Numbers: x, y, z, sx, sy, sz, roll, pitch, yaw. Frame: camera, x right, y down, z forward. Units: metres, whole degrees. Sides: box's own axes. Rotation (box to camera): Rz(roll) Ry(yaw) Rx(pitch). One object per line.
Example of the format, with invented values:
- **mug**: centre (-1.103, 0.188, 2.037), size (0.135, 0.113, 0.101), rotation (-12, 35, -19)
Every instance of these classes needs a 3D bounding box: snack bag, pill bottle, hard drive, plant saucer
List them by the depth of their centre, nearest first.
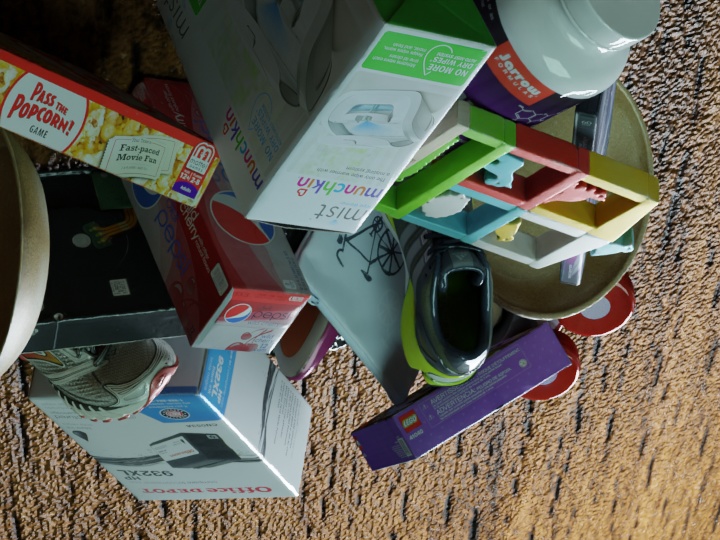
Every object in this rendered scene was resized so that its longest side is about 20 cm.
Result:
- **pill bottle**: centre (0.095, -0.147, 1.543), size (0.112, 0.113, 0.200), rotation (9, 156, -40)
- **plant saucer**: centre (-0.251, -0.010, 1.572), size (0.035, 0.201, 0.200), rotation (4, 137, -32)
- **hard drive**: centre (-0.167, -0.013, 1.666), size (0.199, 0.140, 0.038), rotation (-7, 142, -18)
- **snack bag**: centre (0.025, -0.024, 1.746), size (0.021, 0.201, 0.189), rotation (7, 151, 35)
- **plant saucer**: centre (0.136, -0.065, 1.798), size (0.200, 0.035, 0.201), rotation (-5, 98, -35)

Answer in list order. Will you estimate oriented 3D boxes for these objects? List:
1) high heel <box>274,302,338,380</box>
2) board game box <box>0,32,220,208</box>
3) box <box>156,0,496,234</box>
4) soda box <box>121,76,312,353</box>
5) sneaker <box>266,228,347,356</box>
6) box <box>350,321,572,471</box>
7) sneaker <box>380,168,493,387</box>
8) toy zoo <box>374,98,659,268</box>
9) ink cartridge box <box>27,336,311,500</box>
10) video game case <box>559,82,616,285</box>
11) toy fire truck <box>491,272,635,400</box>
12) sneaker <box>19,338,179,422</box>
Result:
- **high heel**: centre (0.000, 0.000, 1.777), size (0.096, 0.067, 0.201), rotation (34, 72, -44)
- **board game box**: centre (-0.205, -0.112, 1.510), size (0.200, 0.151, 0.046), rotation (23, 96, -48)
- **box**: centre (-0.026, -0.157, 1.521), size (0.096, 0.200, 0.177), rotation (7, 135, -38)
- **soda box**: centre (-0.106, -0.040, 1.625), size (0.070, 0.200, 0.063), rotation (5, 136, -37)
- **sneaker**: centre (-0.052, -0.014, 1.817), size (0.104, 0.060, 0.201), rotation (-39, 131, -44)
- **box**: centre (0.072, 0.098, 1.805), size (0.137, 0.039, 0.200), rotation (-30, 178, -12)
- **sneaker**: centre (0.061, -0.019, 1.674), size (0.074, 0.201, 0.081), rotation (-12, 179, -17)
- **toy zoo**: centre (0.106, -0.050, 1.589), size (0.199, 0.021, 0.131), rotation (18, 150, -29)
- **ink cartridge box**: centre (-0.141, 0.101, 1.816), size (0.144, 0.084, 0.200), rotation (-3, 152, 21)
- **video game case**: centre (0.163, -0.104, 1.667), size (0.019, 0.143, 0.200), rotation (10, 147, 7)
- **toy fire truck**: centre (0.119, 0.004, 1.930), size (0.167, 0.112, 0.200), rotation (23, 127, -18)
- **sneaker**: centre (-0.214, 0.042, 1.685), size (0.078, 0.200, 0.082), rotation (-53, 145, -20)
